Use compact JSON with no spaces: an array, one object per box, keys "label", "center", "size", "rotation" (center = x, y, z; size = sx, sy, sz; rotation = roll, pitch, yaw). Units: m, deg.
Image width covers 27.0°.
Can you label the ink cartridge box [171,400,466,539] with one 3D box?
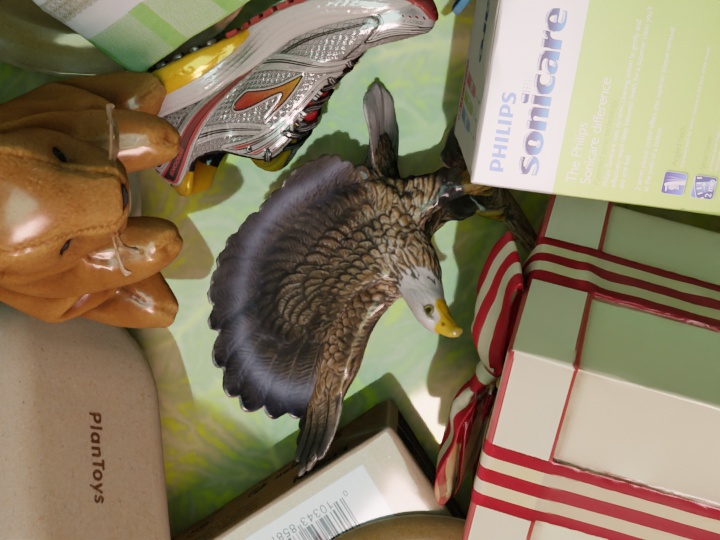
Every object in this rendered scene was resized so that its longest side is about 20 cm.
[{"label":"ink cartridge box","center":[-0.021,0.204,0.917],"size":[0.199,0.075,0.166],"rotation":[-33,96,5]}]

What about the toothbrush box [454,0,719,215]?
[{"label":"toothbrush box","center":[0.157,-0.111,0.737],"size":[0.197,0.086,0.147],"rotation":[6,110,-5]}]

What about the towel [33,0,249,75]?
[{"label":"towel","center":[-0.131,-0.193,0.756],"size":[0.148,0.031,0.200],"rotation":[-27,138,25]}]

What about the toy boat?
[{"label":"toy boat","center":[-0.193,0.116,0.873],"size":[0.130,0.130,0.203],"rotation":[-23,64,36]}]

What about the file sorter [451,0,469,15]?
[{"label":"file sorter","center":[0.018,-0.249,0.812],"size":[0.199,0.139,0.123],"rotation":[39,101,-5]}]

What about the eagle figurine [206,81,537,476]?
[{"label":"eagle figurine","center":[0.002,0.003,0.844],"size":[0.199,0.151,0.152],"rotation":[-37,107,0]}]

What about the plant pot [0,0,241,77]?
[{"label":"plant pot","center":[-0.150,-0.186,0.801],"size":[0.197,0.028,0.201],"rotation":[-5,141,-4]}]

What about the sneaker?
[{"label":"sneaker","center":[-0.040,-0.105,0.854],"size":[0.198,0.078,0.083],"rotation":[-23,92,26]}]

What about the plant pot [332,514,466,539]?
[{"label":"plant pot","center":[0.036,0.243,0.871],"size":[0.197,0.027,0.203],"rotation":[0,99,0]}]

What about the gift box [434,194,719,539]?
[{"label":"gift box","center":[0.143,0.075,0.811],"size":[0.184,0.201,0.187],"rotation":[14,120,6]}]

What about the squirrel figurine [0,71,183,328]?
[{"label":"squirrel figurine","center":[-0.188,-0.034,0.757],"size":[0.197,0.187,0.144],"rotation":[5,97,-1]}]
